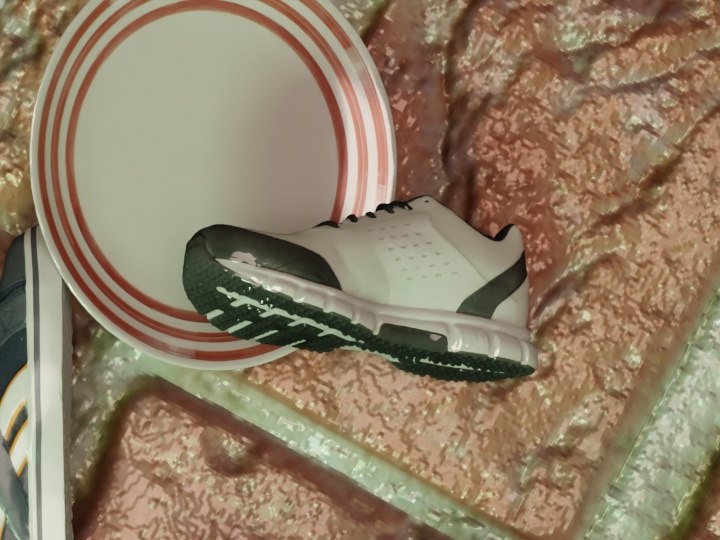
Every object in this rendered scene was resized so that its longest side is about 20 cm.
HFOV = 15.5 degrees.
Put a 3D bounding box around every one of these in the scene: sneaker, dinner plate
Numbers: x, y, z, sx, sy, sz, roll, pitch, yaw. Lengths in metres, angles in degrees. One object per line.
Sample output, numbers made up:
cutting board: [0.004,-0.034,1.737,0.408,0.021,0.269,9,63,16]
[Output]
sneaker: [-0.173,0.078,1.239,0.079,0.078,0.201,0,82,-2]
dinner plate: [-0.071,-0.053,1.269,0.199,0.024,0.202,1,88,-31]
sneaker: [0.000,0.000,1.266,0.199,0.074,0.081,14,74,-36]

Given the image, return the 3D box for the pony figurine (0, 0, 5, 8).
pony figurine: [-0.191,-0.207,1.226,0.200,0.166,0.194,-34,126,-14]
